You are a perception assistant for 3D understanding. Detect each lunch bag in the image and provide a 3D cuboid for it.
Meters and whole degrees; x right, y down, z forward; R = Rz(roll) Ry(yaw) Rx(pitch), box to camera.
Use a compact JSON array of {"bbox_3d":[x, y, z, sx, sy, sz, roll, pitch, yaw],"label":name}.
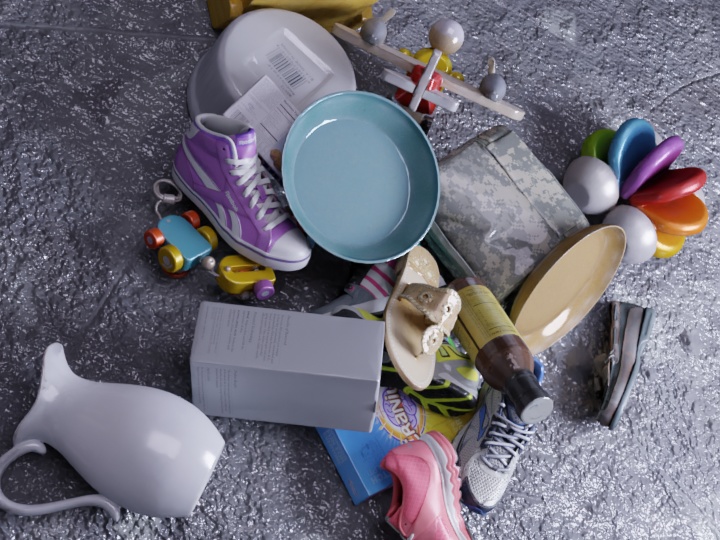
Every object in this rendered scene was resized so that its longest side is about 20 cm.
[{"bbox_3d":[0.153,-0.060,1.541,0.168,0.139,0.200,-33,84,-41],"label":"lunch bag"}]

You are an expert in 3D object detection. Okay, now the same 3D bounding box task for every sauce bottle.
[{"bbox_3d":[0.153,0.090,1.400,0.064,0.065,0.200,0,39,-26],"label":"sauce bottle"}]

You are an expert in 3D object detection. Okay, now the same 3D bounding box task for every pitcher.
[{"bbox_3d":[-0.253,0.188,1.244,0.199,0.121,0.172,25,76,-1],"label":"pitcher"}]

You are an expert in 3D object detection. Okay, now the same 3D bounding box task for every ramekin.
[{"bbox_3d":[-0.102,-0.221,1.524,0.200,0.098,0.201,12,61,-21],"label":"ramekin"}]

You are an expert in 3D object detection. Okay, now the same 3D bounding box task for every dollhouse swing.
[{"bbox_3d":[-0.077,-0.391,1.576,0.199,0.176,0.182,-4,67,-27],"label":"dollhouse swing"}]

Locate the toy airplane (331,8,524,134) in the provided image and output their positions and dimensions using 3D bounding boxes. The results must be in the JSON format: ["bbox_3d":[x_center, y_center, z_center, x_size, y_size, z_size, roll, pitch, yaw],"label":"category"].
[{"bbox_3d":[0.085,-0.251,1.550,0.200,0.199,0.142,29,86,-45],"label":"toy airplane"}]

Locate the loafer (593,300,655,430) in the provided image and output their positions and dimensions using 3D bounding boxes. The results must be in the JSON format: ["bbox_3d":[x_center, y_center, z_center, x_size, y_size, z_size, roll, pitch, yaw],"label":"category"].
[{"bbox_3d":[0.323,0.118,1.591,0.063,0.072,0.200,22,48,9],"label":"loafer"}]

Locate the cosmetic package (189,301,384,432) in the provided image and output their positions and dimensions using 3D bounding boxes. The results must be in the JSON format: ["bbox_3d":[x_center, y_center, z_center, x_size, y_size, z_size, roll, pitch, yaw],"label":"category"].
[{"bbox_3d":[-0.077,0.104,1.325,0.199,0.113,0.081,6,54,-3],"label":"cosmetic package"}]

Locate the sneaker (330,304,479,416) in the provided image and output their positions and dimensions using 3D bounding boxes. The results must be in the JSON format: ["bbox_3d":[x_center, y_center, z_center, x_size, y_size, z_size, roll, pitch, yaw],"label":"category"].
[{"bbox_3d":[0.048,0.091,1.413,0.200,0.075,0.077,33,47,-21],"label":"sneaker"}]

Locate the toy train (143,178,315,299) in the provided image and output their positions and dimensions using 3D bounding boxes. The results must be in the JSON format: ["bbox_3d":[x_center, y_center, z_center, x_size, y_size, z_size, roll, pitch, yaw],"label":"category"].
[{"bbox_3d":[-0.153,-0.028,1.433,0.199,0.056,0.151,16,44,-13],"label":"toy train"}]

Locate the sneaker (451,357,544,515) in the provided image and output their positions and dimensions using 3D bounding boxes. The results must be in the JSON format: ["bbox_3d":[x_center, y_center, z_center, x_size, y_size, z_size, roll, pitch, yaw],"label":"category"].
[{"bbox_3d":[0.158,0.177,1.409,0.077,0.085,0.201,27,57,-12],"label":"sneaker"}]

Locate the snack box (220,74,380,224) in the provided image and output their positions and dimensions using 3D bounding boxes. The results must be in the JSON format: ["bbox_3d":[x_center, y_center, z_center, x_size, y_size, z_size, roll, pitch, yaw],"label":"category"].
[{"bbox_3d":[-0.068,-0.127,1.437,0.072,0.024,0.200,-46,101,-17],"label":"snack box"}]

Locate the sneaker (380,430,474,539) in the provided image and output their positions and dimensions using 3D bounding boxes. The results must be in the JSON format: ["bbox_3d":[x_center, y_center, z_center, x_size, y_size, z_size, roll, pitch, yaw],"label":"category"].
[{"bbox_3d":[0.069,0.280,1.363,0.086,0.074,0.201,-12,89,-21],"label":"sneaker"}]

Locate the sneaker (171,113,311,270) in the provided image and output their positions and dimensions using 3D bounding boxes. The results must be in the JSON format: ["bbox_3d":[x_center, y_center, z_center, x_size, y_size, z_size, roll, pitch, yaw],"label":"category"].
[{"bbox_3d":[-0.124,-0.092,1.385,0.200,0.114,0.073,40,43,10],"label":"sneaker"}]

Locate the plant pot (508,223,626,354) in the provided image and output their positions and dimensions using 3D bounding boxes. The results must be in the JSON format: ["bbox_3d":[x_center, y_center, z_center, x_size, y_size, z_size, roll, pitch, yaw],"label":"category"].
[{"bbox_3d":[0.247,0.020,1.527,0.200,0.201,0.027,-26,55,-34],"label":"plant pot"}]

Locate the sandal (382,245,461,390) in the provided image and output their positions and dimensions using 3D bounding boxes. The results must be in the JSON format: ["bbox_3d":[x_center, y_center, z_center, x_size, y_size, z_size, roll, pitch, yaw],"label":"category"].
[{"bbox_3d":[0.077,0.033,1.372,0.078,0.070,0.212,39,32,-23],"label":"sandal"}]

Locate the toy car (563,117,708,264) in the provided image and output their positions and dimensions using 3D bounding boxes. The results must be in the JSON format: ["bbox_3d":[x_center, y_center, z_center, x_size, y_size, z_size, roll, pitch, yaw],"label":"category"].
[{"bbox_3d":[0.388,-0.120,1.682,0.175,0.150,0.200,-32,82,-34],"label":"toy car"}]

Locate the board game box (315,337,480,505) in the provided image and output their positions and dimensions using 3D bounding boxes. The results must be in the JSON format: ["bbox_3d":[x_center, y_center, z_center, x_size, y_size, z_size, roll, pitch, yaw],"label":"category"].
[{"bbox_3d":[0.044,0.160,1.438,0.200,0.040,0.153,-21,76,-33],"label":"board game box"}]

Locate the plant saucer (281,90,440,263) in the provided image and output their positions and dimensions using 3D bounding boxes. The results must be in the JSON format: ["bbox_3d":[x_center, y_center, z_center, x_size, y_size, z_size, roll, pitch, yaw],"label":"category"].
[{"bbox_3d":[-0.004,-0.104,1.426,0.199,0.036,0.201,5,79,-24],"label":"plant saucer"}]

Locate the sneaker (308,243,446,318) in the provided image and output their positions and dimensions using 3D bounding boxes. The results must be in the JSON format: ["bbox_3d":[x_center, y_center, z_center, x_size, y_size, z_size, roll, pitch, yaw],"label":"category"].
[{"bbox_3d":[0.000,0.000,1.470,0.200,0.084,0.121,-20,78,-37],"label":"sneaker"}]
